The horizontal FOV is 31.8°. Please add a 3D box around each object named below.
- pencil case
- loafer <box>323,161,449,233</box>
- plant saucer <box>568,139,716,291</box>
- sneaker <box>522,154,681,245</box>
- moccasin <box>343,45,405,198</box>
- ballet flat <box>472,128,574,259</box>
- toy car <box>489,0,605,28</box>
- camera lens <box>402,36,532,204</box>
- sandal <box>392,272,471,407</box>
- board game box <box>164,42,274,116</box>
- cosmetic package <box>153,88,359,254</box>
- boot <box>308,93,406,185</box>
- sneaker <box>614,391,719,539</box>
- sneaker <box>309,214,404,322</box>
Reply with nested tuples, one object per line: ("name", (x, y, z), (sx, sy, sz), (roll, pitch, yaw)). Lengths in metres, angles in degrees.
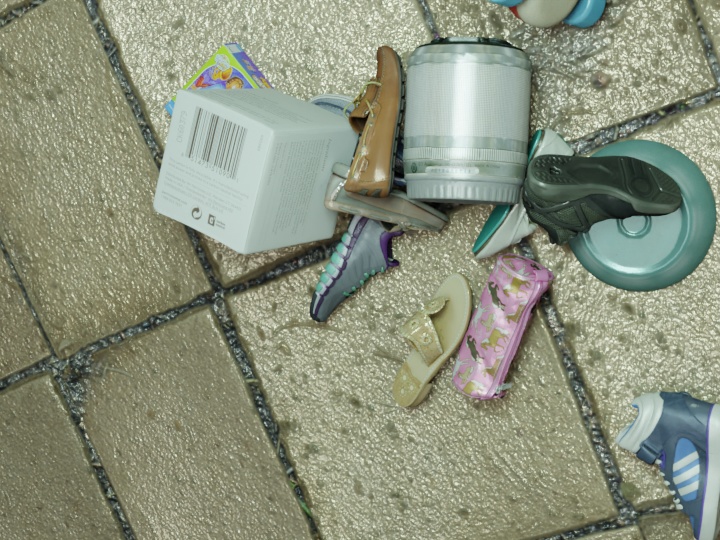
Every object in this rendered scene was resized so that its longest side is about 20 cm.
("pencil case", (0.190, 0.075, 1.701), (0.086, 0.083, 0.202), (24, 109, 15))
("loafer", (0.031, -0.082, 1.676), (0.072, 0.199, 0.063), (29, 94, 53))
("plant saucer", (0.356, -0.066, 1.630), (0.198, 0.036, 0.202), (5, 105, 20))
("sneaker", (0.298, -0.086, 1.592), (0.197, 0.077, 0.115), (2, 146, -5))
("moccasin", (0.014, -0.190, 1.598), (0.077, 0.074, 0.203), (8, 78, 1))
("ballet flat", (0.218, -0.089, 1.666), (0.069, 0.069, 0.201), (32, 111, 11))
("toy car", (0.197, -0.413, 1.560), (0.200, 0.183, 0.178), (39, 116, 39))
("camera lens", (0.134, -0.188, 1.600), (0.159, 0.160, 0.202), (3, 91, 20))
("sandal", (0.082, 0.100, 1.741), (0.078, 0.069, 0.213), (46, 121, 42))
("board game box", (-0.165, -0.201, 1.790), (0.134, 0.045, 0.200), (-41, 86, 24))
("cosmetic package", (-0.133, -0.135, 1.642), (0.164, 0.199, 0.166), (26, 111, 29))
("boot", (0.001, -0.179, 1.706), (0.199, 0.090, 0.073), (26, 111, 13))
("sneaker", (0.409, 0.256, 1.670), (0.145, 0.080, 0.202), (8, 109, 27))
("sneaker", (0.000, 0.000, 1.762), (0.087, 0.074, 0.201), (29, 111, 7))
